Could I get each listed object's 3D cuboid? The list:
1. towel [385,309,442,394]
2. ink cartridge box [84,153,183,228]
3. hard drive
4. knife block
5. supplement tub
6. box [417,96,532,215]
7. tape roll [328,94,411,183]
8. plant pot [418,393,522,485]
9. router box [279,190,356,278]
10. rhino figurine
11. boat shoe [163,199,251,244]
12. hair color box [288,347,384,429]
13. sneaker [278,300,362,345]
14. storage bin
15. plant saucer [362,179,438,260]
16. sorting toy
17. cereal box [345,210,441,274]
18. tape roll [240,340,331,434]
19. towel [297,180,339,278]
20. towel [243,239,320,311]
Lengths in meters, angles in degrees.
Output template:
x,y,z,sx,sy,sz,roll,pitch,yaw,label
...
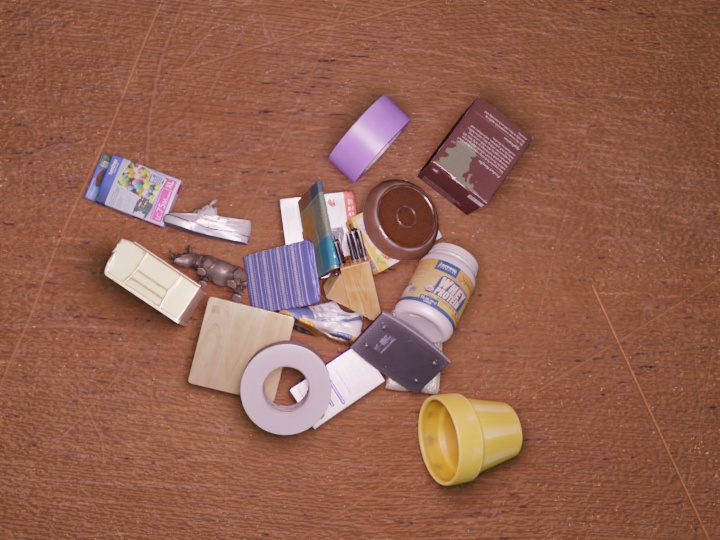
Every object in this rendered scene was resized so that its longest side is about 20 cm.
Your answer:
x,y,z,sx,sy,sz,roll,pitch,yaw,label
0.130,0.192,1.771,0.132,0.034,0.201,6,83,-5,towel
-0.530,-0.189,1.720,0.199,0.042,0.120,21,82,-3,ink cartridge box
0.092,0.183,1.691,0.200,0.042,0.135,36,115,-13,hard drive
0.000,0.000,1.700,0.199,0.064,0.176,28,106,-20,knife block
0.180,0.051,1.715,0.144,0.145,0.200,32,64,-3,supplement tub
0.269,-0.269,1.763,0.166,0.164,0.200,37,82,-3,box
0.021,-0.304,1.718,0.085,0.200,0.200,43,81,-2,tape roll
0.259,0.379,1.700,0.188,0.201,0.202,-3,85,-22,plant pot
-0.092,-0.078,1.759,0.179,0.049,0.201,-8,86,-8,router box
-0.351,-0.002,1.707,0.199,0.088,0.060,24,120,-3,rhino figurine
-0.351,-0.123,1.718,0.201,0.075,0.087,13,82,-10,boat shoe
-0.056,0.267,1.726,0.200,0.065,0.110,-33,90,-10,hair color box
-0.091,0.108,1.741,0.199,0.075,0.088,19,66,-7,sneaker
-0.449,0.028,1.628,0.198,0.200,0.094,34,81,-3,storage bin
0.102,-0.124,1.737,0.199,0.034,0.201,6,75,-21,plant saucer
-0.270,0.177,1.694,0.198,0.070,0.201,15,92,-6,sorting toy
0.081,-0.097,1.762,0.200,0.040,0.144,-28,89,-27,cereal box
-0.165,0.258,1.641,0.199,0.066,0.201,0,93,-6,tape roll
-0.095,-0.084,1.655,0.022,0.147,0.201,-6,79,-25,towel
-0.180,0.017,1.698,0.199,0.024,0.146,-11,86,32,towel
